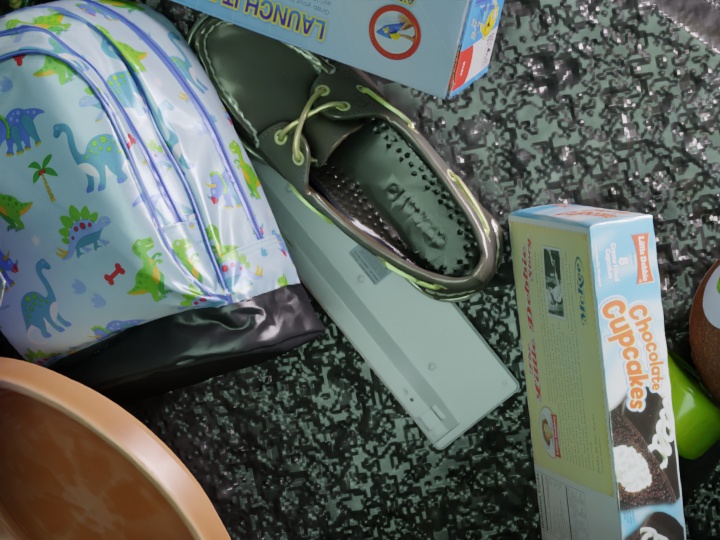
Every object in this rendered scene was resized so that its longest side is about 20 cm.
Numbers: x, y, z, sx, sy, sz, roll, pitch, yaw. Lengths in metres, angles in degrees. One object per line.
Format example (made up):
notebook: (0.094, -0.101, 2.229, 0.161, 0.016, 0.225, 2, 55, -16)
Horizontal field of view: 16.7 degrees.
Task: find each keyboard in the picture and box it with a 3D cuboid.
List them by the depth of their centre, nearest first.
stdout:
keyboard: (0.000, 0.000, 1.277, 0.056, 0.011, 0.200, -39, 90, 6)

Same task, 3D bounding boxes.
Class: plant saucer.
plant saucer: (-0.141, 0.124, 1.244, 0.200, 0.032, 0.200, 24, 140, 22)

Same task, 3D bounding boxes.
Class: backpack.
backpack: (-0.129, -0.040, 1.230, 0.163, 0.154, 0.200, -16, 81, 37)

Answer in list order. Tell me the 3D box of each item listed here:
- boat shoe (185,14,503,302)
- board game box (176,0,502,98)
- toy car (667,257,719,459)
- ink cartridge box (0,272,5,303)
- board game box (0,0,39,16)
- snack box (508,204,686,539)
boat shoe: (-0.008, -0.062, 1.238, 0.202, 0.060, 0.072, 43, 89, 1)
board game box: (-0.015, -0.209, 1.178, 0.200, 0.056, 0.196, 22, 117, 16)
toy car: (0.224, 0.060, 1.153, 0.158, 0.200, 0.164, 45, 101, 1)
ink cartridge box: (-0.236, 0.035, 1.205, 0.047, 0.198, 0.200, -2, 124, -26)
board game box: (-0.210, -0.174, 1.278, 0.105, 0.023, 0.200, 26, 101, 7)
snack box: (0.118, 0.070, 1.212, 0.037, 0.116, 0.200, -9, 97, -16)
